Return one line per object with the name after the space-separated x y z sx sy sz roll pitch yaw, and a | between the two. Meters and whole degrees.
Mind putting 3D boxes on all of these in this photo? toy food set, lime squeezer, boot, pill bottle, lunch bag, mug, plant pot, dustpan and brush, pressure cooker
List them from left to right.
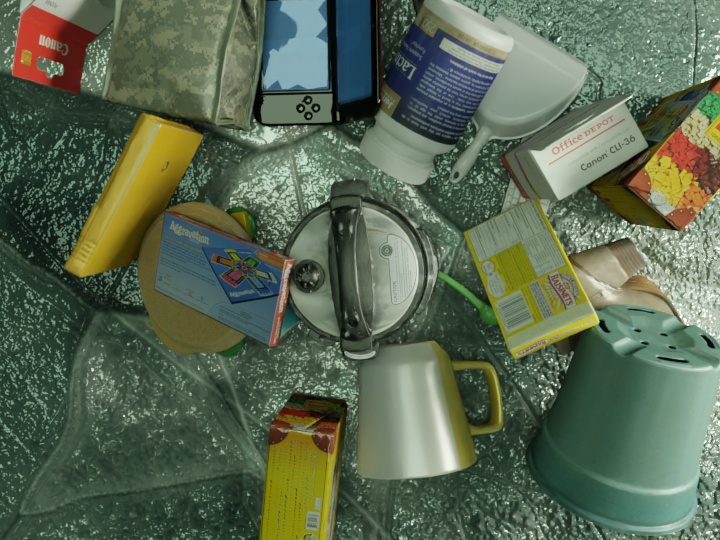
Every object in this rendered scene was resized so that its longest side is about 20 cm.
-0.208 -0.286 0.947 0.164 0.118 0.200 14 99 15 | lunch bag
-0.199 0.013 0.986 0.198 0.049 0.200 -3 97 26 | toy food set
-0.003 0.001 0.922 0.176 0.200 0.179 43 97 3 | pressure cooker
0.072 0.167 0.982 0.149 0.186 0.153 -10 85 38 | mug
0.084 -0.210 0.921 0.116 0.116 0.200 30 115 2 | pill bottle
0.170 -0.197 0.970 0.139 0.057 0.200 36 91 12 | dustpan and brush
0.194 0.034 0.994 0.200 0.038 0.071 0 77 2 | lime squeezer
0.305 0.058 0.961 0.146 0.070 0.200 -35 103 8 | boot
0.309 0.157 0.885 0.200 0.200 0.196 11 114 4 | plant pot

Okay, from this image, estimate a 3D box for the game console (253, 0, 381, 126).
-0.058 -0.282 0.942 0.172 0.119 0.200 0 95 5 | game console

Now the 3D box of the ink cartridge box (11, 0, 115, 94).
-0.346 -0.321 0.941 0.050 0.161 0.200 10 96 7 | ink cartridge box

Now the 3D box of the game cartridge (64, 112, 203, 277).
-0.272 -0.091 0.948 0.032 0.176 0.200 31 97 1 | game cartridge

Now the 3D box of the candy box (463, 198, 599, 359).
0.194 0.003 0.914 0.102 0.200 0.026 -25 134 12 | candy box

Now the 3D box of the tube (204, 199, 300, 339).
-0.159 0.006 1.016 0.077 0.050 0.200 -43 85 10 | tube

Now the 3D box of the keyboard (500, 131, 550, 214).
0.209 -0.075 0.993 0.056 0.011 0.200 15 97 3 | keyboard

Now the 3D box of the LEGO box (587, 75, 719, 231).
0.354 -0.128 0.880 0.077 0.200 0.149 40 97 0 | LEGO box

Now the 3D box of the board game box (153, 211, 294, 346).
-0.165 0.006 0.912 0.200 0.019 0.103 22 108 32 | board game box

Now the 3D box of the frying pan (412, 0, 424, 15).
0.069 -0.389 0.965 0.115 0.031 0.190 -41 94 7 | frying pan

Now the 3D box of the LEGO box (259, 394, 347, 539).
-0.071 0.273 0.972 0.077 0.149 0.200 6 95 4 | LEGO box

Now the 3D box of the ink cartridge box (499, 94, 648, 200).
0.241 -0.136 0.882 0.116 0.200 0.068 -32 96 3 | ink cartridge box
